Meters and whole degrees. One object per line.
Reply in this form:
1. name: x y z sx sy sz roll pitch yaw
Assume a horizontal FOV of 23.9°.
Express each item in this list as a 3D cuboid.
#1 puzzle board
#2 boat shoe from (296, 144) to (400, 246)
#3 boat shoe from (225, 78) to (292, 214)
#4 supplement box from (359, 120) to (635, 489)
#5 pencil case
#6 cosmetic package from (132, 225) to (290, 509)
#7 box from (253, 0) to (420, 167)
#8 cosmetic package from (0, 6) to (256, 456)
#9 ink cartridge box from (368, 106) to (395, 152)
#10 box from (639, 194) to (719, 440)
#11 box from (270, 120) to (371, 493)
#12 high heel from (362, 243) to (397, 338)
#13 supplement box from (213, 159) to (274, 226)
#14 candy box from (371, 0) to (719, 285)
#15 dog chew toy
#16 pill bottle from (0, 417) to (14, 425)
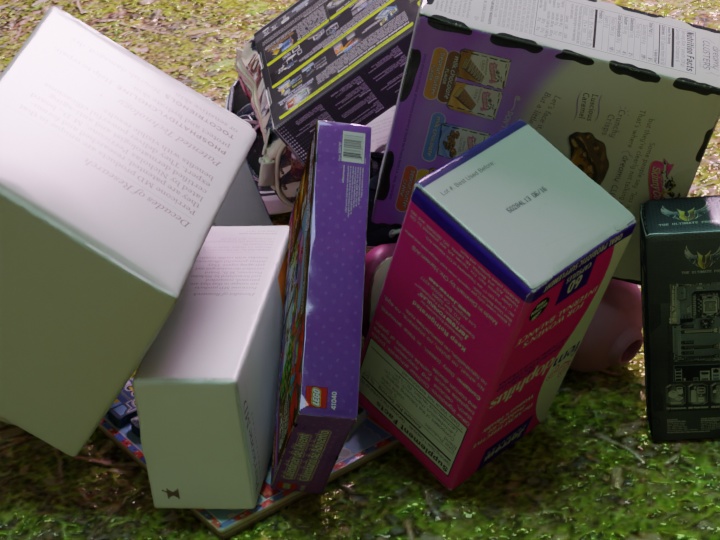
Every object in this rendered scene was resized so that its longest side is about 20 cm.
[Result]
1. puzzle board: -0.087 0.103 1.188 0.150 0.018 0.199 -25 35 -27
2. boat shoe: 0.045 -0.063 1.314 0.199 0.093 0.075 -29 47 -1
3. boat shoe: -0.087 -0.116 1.513 0.071 0.068 0.201 -9 30 -4
4. supplement box: 0.077 0.025 1.065 0.101 0.201 0.103 -32 64 -35
5. pencil case: -0.054 -0.130 1.407 0.089 0.078 0.201 9 31 -20
6. cosmetic package: -0.091 0.060 1.146 0.070 0.102 0.201 0 31 10
7. box: 0.015 -0.187 1.292 0.199 0.044 0.161 -35 34 13
8. cosmetic package: -0.195 -0.028 1.110 0.165 0.168 0.201 31 36 -9
9. ink cartridge box: 0.078 -0.122 1.435 0.196 0.043 0.202 -15 51 20
10. box: 0.281 0.028 1.091 0.198 0.159 0.051 -4 30 7
11. box: -0.026 0.025 1.089 0.039 0.137 0.202 6 63 -7
12. high heel: 0.000 0.000 1.178 0.096 0.200 0.068 38 90 14
13. supplement box: -0.170 -0.070 1.403 0.103 0.102 0.199 -36 39 -20
14. candy box: 0.120 -0.092 1.105 0.198 0.169 0.072 14 41 -1
15. dog chew toy: 0.124 -0.003 1.220 0.124 0.125 0.200 -28 55 -32
16. pill bottle: -0.237 0.020 1.268 0.108 0.110 0.201 -7 33 2
